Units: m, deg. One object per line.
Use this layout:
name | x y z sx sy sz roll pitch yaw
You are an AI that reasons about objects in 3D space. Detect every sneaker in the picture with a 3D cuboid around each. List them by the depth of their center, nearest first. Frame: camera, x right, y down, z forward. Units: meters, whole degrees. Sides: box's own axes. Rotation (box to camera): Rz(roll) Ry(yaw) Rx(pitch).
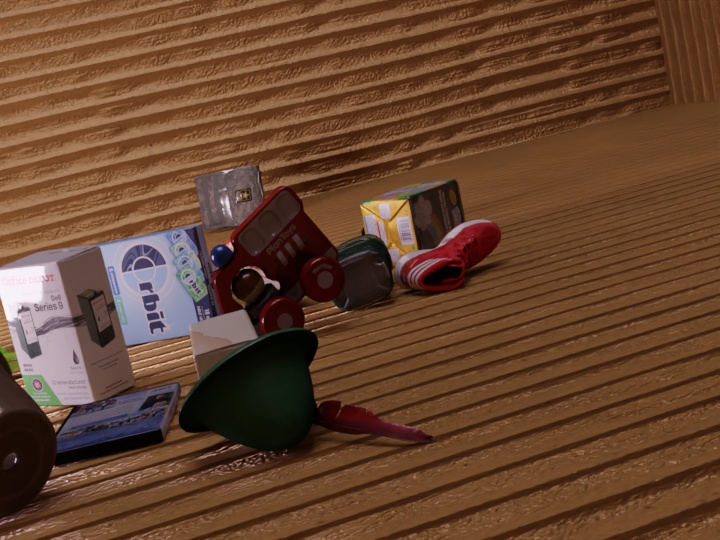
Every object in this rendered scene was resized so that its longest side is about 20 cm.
sneaker | 0.160 -0.013 1.789 0.198 0.079 0.115 -29 23 -19

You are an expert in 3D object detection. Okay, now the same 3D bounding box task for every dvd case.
dvd case | -0.293 0.182 1.368 0.141 0.018 0.200 -14 10 -1

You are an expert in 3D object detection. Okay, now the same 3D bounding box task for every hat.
hat | -0.068 0.171 1.138 0.164 0.177 0.201 -21 -25 -32

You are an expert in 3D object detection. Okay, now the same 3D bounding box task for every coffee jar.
coffee jar | 0.000 0.000 1.825 0.103 0.086 0.200 -22 9 5

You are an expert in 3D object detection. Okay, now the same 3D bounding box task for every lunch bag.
lunch bag | -0.362 -0.209 3.282 0.197 0.167 0.117 -8 5 28

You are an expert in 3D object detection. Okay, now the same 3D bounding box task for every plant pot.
plant pot | -0.407 0.166 1.169 0.173 0.203 0.199 16 25 36

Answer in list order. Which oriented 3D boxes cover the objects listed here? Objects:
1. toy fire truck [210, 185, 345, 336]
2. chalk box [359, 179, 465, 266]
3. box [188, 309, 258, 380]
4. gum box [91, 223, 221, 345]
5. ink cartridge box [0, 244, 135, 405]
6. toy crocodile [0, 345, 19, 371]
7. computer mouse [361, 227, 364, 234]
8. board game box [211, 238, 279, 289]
toy fire truck | -0.131 -0.001 1.659 0.200 0.168 0.112 -44 20 -8
chalk box | 0.112 -0.093 2.108 0.123 0.126 0.199 -4 12 40
box | -0.154 0.114 1.355 0.077 0.096 0.200 -14 8 -8
gum box | -0.335 0.027 1.863 0.197 0.173 0.045 -10 9 16
ink cartridge box | -0.408 0.077 1.572 0.144 0.203 0.084 -6 12 36
toy crocodile | -0.625 0.162 1.830 0.197 0.063 0.068 -8 9 -3
computer mouse | 0.096 -0.105 2.506 0.197 0.034 0.059 -16 25 14
board game box | -0.152 -0.001 1.829 0.150 0.047 0.200 19 -11 -15
